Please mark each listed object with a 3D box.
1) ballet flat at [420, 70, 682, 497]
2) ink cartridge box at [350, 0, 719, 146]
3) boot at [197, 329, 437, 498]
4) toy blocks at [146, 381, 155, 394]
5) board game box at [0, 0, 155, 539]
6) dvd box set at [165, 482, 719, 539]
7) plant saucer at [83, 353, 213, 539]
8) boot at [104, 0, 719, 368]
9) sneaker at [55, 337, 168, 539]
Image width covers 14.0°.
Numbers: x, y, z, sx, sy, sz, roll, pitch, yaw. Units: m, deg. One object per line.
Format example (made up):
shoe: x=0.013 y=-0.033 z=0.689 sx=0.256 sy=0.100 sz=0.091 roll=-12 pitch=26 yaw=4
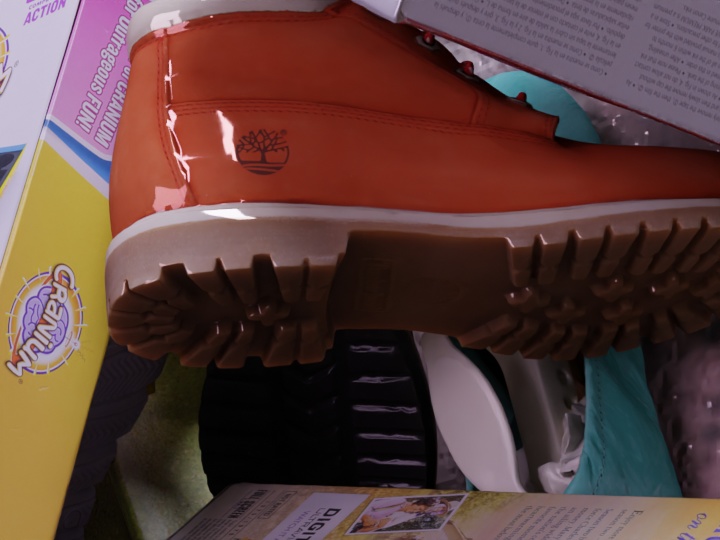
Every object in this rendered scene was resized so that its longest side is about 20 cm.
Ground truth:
ballet flat: x=0.047 y=0.010 z=0.876 sx=0.067 sy=0.070 sz=0.201 roll=-38 pitch=49 yaw=31
ink cartridge box: x=0.052 y=-0.102 z=0.810 sx=0.175 sy=0.199 sz=0.084 roll=35 pitch=103 yaw=51
boot: x=0.000 y=0.000 z=0.948 sx=0.077 sy=0.138 sz=0.201 roll=-1 pitch=110 yaw=18
toy blocks: x=-0.099 y=-0.036 z=1.035 sx=0.199 sy=0.100 sz=0.137 roll=-7 pitch=37 yaw=43
board game box: x=-0.129 y=0.011 z=0.861 sx=0.153 sy=0.040 sz=0.201 roll=-15 pitch=53 yaw=47
dvd box set: x=0.008 y=0.103 z=0.759 sx=0.199 sy=0.146 sz=0.030 roll=-2 pitch=115 yaw=36
plant saucer: x=-0.099 y=0.134 z=1.024 sx=0.200 sy=0.048 sz=0.200 roll=-50 pitch=43 yaw=26
boot: x=0.027 y=-0.033 z=0.819 sx=0.075 sy=0.199 sz=0.108 roll=110 pitch=158 yaw=-57
sneaker: x=-0.132 y=0.035 z=0.940 sx=0.112 sy=0.077 sz=0.201 roll=35 pitch=114 yaw=30
